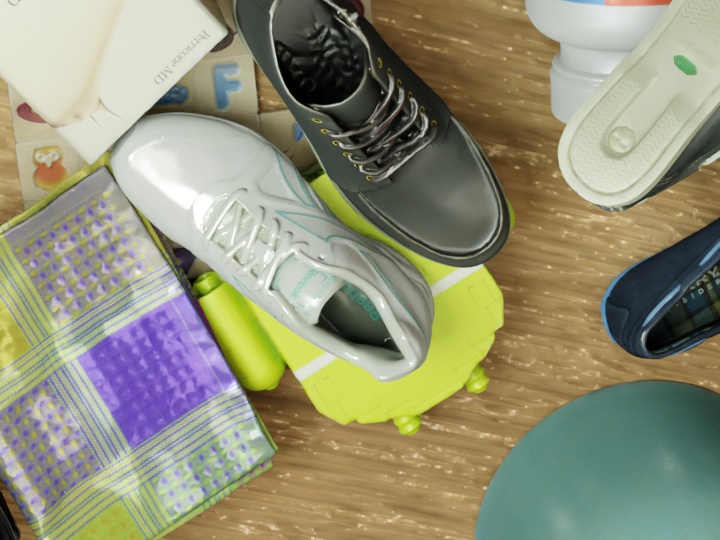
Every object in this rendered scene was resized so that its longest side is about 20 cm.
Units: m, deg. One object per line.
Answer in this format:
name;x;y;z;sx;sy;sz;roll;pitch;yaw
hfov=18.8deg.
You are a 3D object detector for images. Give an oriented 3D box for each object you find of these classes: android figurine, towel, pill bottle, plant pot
android figurine;0.000;0.000;1.193;0.182;0.041;0.200;-34;109;2
towel;-0.142;0.054;1.148;0.143;0.023;0.201;-31;105;-17
pill bottle;0.140;-0.179;1.123;0.111;0.112;0.201;-6;111;-8
plant pot;0.178;0.185;1.236;0.199;0.161;0.202;-3;110;-9

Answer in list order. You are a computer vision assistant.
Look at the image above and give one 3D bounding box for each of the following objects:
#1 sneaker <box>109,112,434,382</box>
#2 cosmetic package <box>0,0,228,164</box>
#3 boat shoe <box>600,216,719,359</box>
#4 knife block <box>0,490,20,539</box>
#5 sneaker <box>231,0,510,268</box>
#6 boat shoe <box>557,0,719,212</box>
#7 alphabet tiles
sneaker;-0.041;-0.013;1.122;0.200;0.080;0.071;34;104;-12
cosmetic package;-0.171;-0.163;1.091;0.104;0.073;0.200;-44;108;6
boat shoe;0.236;-0.002;1.227;0.200;0.069;0.084;-36;112;4
knife block;-0.246;0.075;1.113;0.064;0.176;0.201;-29;112;0
sneaker;0.008;-0.068;1.100;0.075;0.106;0.200;-42;106;5
boat shoe;0.183;-0.106;1.077;0.200;0.068;0.072;-42;69;8
alphabet tiles;-0.087;-0.066;1.181;0.199;0.008;0.168;-7;111;-7
